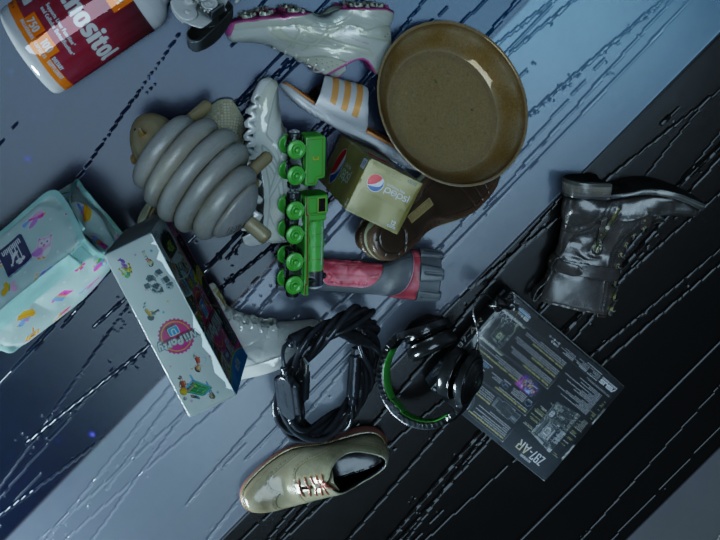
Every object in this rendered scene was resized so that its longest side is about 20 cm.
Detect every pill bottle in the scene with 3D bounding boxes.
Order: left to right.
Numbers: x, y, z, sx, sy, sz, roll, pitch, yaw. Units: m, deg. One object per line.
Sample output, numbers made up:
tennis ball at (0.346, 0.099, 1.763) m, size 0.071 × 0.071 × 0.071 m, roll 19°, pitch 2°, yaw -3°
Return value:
pill bottle at (-0.290, -0.297, 1.436) m, size 0.199 × 0.113 × 0.113 m, roll -34°, pitch 104°, yaw 1°

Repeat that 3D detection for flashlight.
flashlight at (0.000, 0.000, 1.557) m, size 0.198 × 0.068 × 0.068 m, roll 5°, pitch 89°, yaw -8°

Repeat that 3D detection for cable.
cable at (-0.038, 0.126, 1.556) m, size 0.163 × 0.051 × 0.201 m, roll -38°, pitch 142°, yaw -28°

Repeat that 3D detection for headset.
headset at (0.109, 0.102, 1.563) m, size 0.124 × 0.094 × 0.200 m, roll 48°, pitch 113°, yaw 15°

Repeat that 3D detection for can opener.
can opener at (-0.134, -0.327, 1.448) m, size 0.053 × 0.067 × 0.200 m, roll 38°, pitch 65°, yaw 17°

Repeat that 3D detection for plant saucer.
plant saucer at (0.103, -0.192, 1.513) m, size 0.198 × 0.035 × 0.202 m, roll 5°, pitch 78°, yaw -23°

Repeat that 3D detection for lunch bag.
lunch bag at (-0.358, -0.005, 1.444) m, size 0.170 × 0.200 × 0.122 m, roll -38°, pitch 103°, yaw 3°

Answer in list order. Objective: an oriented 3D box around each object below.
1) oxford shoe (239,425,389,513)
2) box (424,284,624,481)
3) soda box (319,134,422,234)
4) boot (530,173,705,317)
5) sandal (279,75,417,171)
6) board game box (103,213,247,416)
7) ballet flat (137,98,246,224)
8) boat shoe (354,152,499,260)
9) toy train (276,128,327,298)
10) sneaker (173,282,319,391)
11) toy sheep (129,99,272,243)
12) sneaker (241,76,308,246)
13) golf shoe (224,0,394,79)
oxford shoe at (-0.058, 0.253, 1.597) m, size 0.199 × 0.075 × 0.071 m, roll -25°, pitch 105°, yaw 0°
box at (0.207, 0.142, 1.622) m, size 0.200 × 0.044 × 0.161 m, roll 38°, pitch 95°, yaw -13°
soda box at (0.008, -0.102, 1.467) m, size 0.067 × 0.200 × 0.064 m, roll 25°, pitch 99°, yaw -15°
boot at (0.318, -0.027, 1.598) m, size 0.198 × 0.069 × 0.176 m, roll 5°, pitch 106°, yaw -4°
sandal at (0.000, -0.186, 1.516) m, size 0.205 × 0.079 × 0.060 m, roll 26°, pitch 99°, yaw -21°
board game box at (-0.203, 0.044, 1.439) m, size 0.064 × 0.148 × 0.201 m, roll -25°, pitch 102°, yaw 5°
ballet flat at (-0.195, -0.109, 1.513) m, size 0.067 × 0.062 × 0.201 m, roll 30°, pitch 96°, yaw -12°
boat shoe at (0.075, -0.083, 1.547) m, size 0.201 × 0.075 × 0.075 m, roll -31°, pitch 105°, yaw -24°
toy train at (-0.065, -0.065, 1.485) m, size 0.056 × 0.042 × 0.202 m, roll -7°, pitch 111°, yaw -23°
sneaker at (-0.146, 0.066, 1.550) m, size 0.198 × 0.074 × 0.117 m, roll -16°, pitch 106°, yaw -2°
toy sheep at (-0.174, -0.103, 1.418) m, size 0.199 × 0.138 × 0.138 m, roll 37°, pitch 96°, yaw 7°
sneaker at (-0.099, -0.127, 1.512) m, size 0.080 × 0.075 × 0.202 m, roll 3°, pitch 109°, yaw 2°
golf shoe at (-0.058, -0.265, 1.493) m, size 0.198 × 0.075 × 0.092 m, roll -3°, pitch 108°, yaw -3°
